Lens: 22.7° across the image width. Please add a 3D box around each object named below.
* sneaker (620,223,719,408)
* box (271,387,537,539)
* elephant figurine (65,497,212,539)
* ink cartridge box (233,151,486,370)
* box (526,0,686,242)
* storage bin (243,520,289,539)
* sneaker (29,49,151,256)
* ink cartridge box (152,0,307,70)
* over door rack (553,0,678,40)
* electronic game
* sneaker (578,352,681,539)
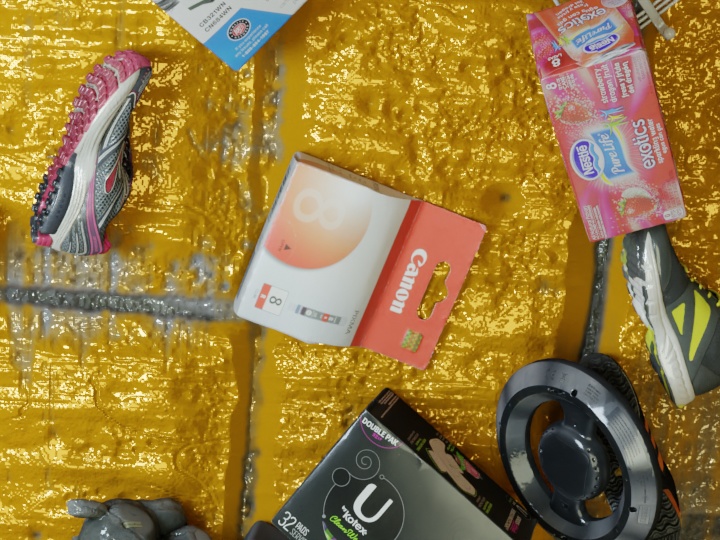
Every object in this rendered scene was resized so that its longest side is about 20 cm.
[{"bbox_3d":[0.307,0.031,1.709,0.084,0.075,0.201,-20,117,-3],"label":"sneaker"},{"bbox_3d":[0.045,0.238,1.696,0.200,0.124,0.149,41,102,5],"label":"box"},{"bbox_3d":[-0.242,0.319,1.736,0.155,0.141,0.200,48,118,13],"label":"elephant figurine"},{"bbox_3d":[0.000,0.000,1.683,0.199,0.050,0.163,21,105,-7],"label":"ink cartridge box"},{"bbox_3d":[0.219,-0.136,1.587,0.095,0.100,0.201,-15,132,9],"label":"box"},{"bbox_3d":[-0.090,0.354,1.752,0.134,0.146,0.201,30,104,-2],"label":"storage bin"},{"bbox_3d":[-0.234,-0.107,1.624,0.074,0.081,0.201,17,114,-24],"label":"sneaker"},{"bbox_3d":[-0.133,-0.291,1.526,0.146,0.084,0.200,-44,130,11],"label":"ink cartridge box"},{"bbox_3d":[0.224,-0.283,1.598,0.147,0.067,0.200,-36,107,7],"label":"over door rack"},{"bbox_3d":[0.204,0.178,1.695,0.041,0.199,0.202,-24,113,-37],"label":"electronic game"},{"bbox_3d":[0.258,0.178,1.751,0.070,0.090,0.201,-23,82,12],"label":"sneaker"}]
